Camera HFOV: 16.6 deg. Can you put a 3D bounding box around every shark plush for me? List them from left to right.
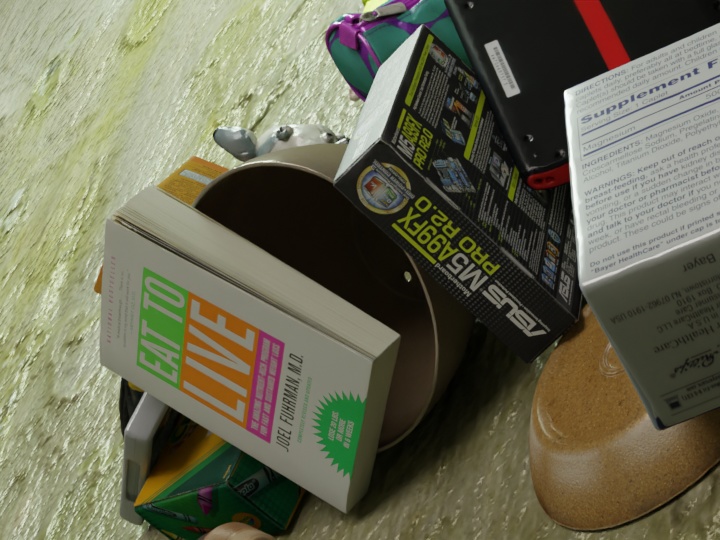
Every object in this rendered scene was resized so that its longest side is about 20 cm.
[{"bbox_3d":[-0.032,-0.066,1.834,0.199,0.090,0.084,2,92,55],"label":"shark plush"}]

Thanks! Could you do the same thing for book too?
[{"bbox_3d":[-0.073,0.051,1.548,0.048,0.199,0.134,-40,-29,-44],"label":"book"}]

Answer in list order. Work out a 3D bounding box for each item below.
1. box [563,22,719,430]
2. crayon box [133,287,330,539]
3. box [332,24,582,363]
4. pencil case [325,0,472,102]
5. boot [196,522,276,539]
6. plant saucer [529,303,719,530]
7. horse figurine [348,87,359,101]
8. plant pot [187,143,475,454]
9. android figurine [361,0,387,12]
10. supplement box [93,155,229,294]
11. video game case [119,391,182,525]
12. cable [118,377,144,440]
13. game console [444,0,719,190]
[{"bbox_3d":[0.209,-0.042,1.280,0.183,0.105,0.201,-23,30,16],"label":"box"},{"bbox_3d":[-0.064,0.090,1.691,0.118,0.058,0.201,-20,36,51],"label":"crayon box"},{"bbox_3d":[0.068,-0.050,1.493,0.044,0.160,0.200,-44,12,23],"label":"box"},{"bbox_3d":[0.077,-0.193,1.778,0.199,0.093,0.085,-35,51,-11],"label":"pencil case"},{"bbox_3d":[-0.121,0.253,1.558,0.201,0.072,0.166,-60,12,-21],"label":"boot"},{"bbox_3d":[0.159,0.052,1.370,0.200,0.035,0.201,-40,24,22],"label":"plant saucer"},{"bbox_3d":[0.028,-0.099,1.840,0.133,0.050,0.200,-59,21,-7],"label":"horse figurine"},{"bbox_3d":[0.000,0.000,1.583,0.200,0.201,0.134,-27,6,42],"label":"plant pot"},{"bbox_3d":[0.065,-0.239,2.008,0.183,0.041,0.200,-54,24,-11],"label":"android figurine"},{"bbox_3d":[-0.125,-0.025,1.750,0.200,0.068,0.067,-58,-10,-74],"label":"supplement box"},{"bbox_3d":[-0.118,0.065,1.748,0.183,0.022,0.201,105,-170,-66],"label":"video game case"},{"bbox_3d":[-0.173,0.070,1.792,0.050,0.098,0.200,-18,-24,-23],"label":"cable"},{"bbox_3d":[0.158,-0.145,1.546,0.176,0.031,0.201,-23,45,3],"label":"game console"}]
